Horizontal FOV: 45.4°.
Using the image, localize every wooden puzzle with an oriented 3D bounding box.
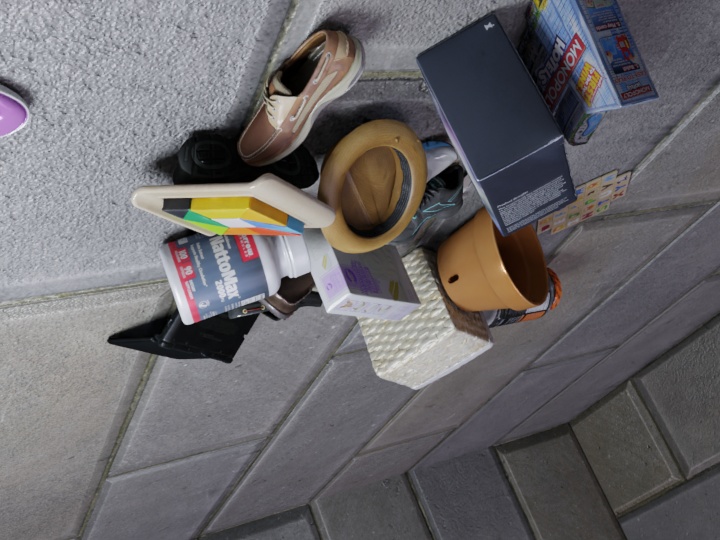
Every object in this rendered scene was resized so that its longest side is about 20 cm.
[{"bbox_3d":[-0.155,-0.072,1.079,0.198,0.038,0.185,-4,167,25],"label":"wooden puzzle"}]

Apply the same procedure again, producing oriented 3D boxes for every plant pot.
[{"bbox_3d":[0.231,-0.011,1.551,0.139,0.202,0.199,-23,160,32],"label":"plant pot"}]

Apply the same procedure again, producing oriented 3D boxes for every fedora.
[{"bbox_3d":[0.003,-0.123,1.191,0.199,0.082,0.203,-21,129,-27],"label":"fedora"}]

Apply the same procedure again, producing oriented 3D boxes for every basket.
[{"bbox_3d":[0.110,0.092,1.634,0.199,0.200,0.160,-34,150,24],"label":"basket"}]

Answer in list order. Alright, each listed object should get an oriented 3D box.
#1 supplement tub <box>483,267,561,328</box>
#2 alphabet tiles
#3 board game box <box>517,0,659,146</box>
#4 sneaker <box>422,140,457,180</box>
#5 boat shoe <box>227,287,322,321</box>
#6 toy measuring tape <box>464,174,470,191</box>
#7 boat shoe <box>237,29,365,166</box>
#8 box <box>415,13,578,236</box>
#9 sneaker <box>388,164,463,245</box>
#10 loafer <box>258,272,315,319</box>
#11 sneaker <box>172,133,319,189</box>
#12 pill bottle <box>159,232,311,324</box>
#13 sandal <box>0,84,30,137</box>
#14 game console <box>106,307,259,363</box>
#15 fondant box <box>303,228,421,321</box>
[{"bbox_3d":[0.326,0.050,1.835,0.198,0.124,0.123,-7,152,-34],"label":"supplement tub"},{"bbox_3d":[0.441,-0.133,1.710,0.198,0.006,0.167,-24,157,-1],"label":"alphabet tiles"},{"bbox_3d":[0.274,-0.251,1.070,0.061,0.201,0.201,-15,154,-19],"label":"board game box"},{"bbox_3d":[0.062,-0.120,1.286,0.198,0.087,0.075,-27,155,2],"label":"sneaker"},{"bbox_3d":[-0.143,0.055,1.459,0.200,0.064,0.073,3,170,-44],"label":"boat shoe"},{"bbox_3d":[0.201,-0.147,1.378,0.073,0.074,0.200,-10,152,-28],"label":"toy measuring tape"},{"bbox_3d":[-0.083,-0.205,1.002,0.200,0.076,0.071,-45,146,21],"label":"boat shoe"},{"bbox_3d":[0.180,-0.184,1.124,0.122,0.202,0.198,-27,155,8],"label":"box"},{"bbox_3d":[0.089,-0.108,1.347,0.199,0.075,0.080,-31,152,-35],"label":"sneaker"},{"bbox_3d":[-0.109,0.012,1.369,0.071,0.073,0.200,-50,-178,21],"label":"loafer"},{"bbox_3d":[-0.148,-0.129,1.107,0.198,0.077,0.091,1,156,-31],"label":"sneaker"},{"bbox_3d":[-0.179,-0.010,1.244,0.198,0.121,0.120,-20,156,-12],"label":"pill bottle"},{"bbox_3d":[-0.413,-0.150,0.821,0.082,0.050,0.201,-39,152,31],"label":"sandal"},{"bbox_3d":[-0.296,0.091,1.468,0.177,0.116,0.200,-59,151,2],"label":"game console"},{"bbox_3d":[0.000,0.000,1.399,0.058,0.145,0.199,-37,153,29],"label":"fondant box"}]
